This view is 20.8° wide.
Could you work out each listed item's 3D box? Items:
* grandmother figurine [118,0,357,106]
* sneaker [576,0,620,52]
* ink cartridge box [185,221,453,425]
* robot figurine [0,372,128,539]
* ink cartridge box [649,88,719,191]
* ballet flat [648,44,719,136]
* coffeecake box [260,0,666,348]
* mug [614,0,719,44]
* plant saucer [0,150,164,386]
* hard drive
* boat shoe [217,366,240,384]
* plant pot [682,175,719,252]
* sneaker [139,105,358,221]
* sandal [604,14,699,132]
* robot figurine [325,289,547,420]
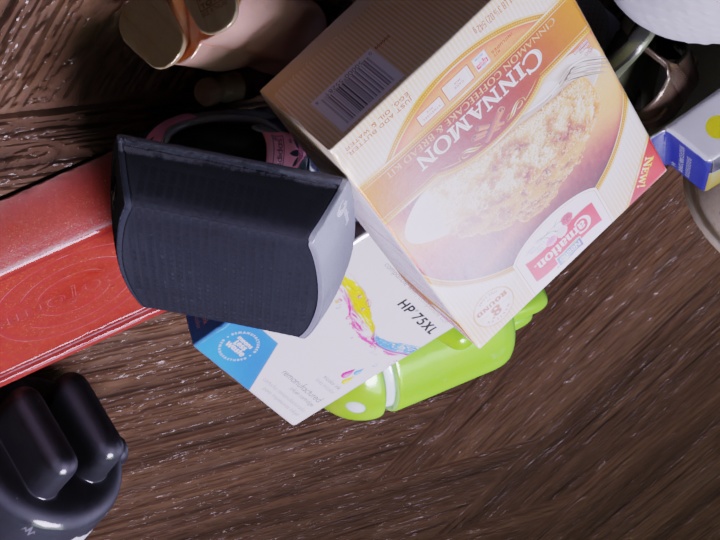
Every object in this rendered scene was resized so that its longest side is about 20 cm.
[{"bbox_3d":[-0.037,-0.129,1.065,0.121,0.061,0.200,-20,168,26],"label":"grandmother figurine"},{"bbox_3d":[0.093,-0.099,1.276,0.200,0.071,0.080,-37,161,20],"label":"sneaker"},{"bbox_3d":[0.000,0.000,1.232,0.200,0.067,0.116,-33,135,16],"label":"ink cartridge box"},{"bbox_3d":[-0.242,0.155,1.362,0.150,0.125,0.200,23,133,-24],"label":"robot figurine"},{"bbox_3d":[0.254,-0.099,1.282,0.200,0.047,0.198,-37,173,6],"label":"ink cartridge box"},{"bbox_3d":[0.179,-0.110,1.362,0.200,0.070,0.069,-34,159,14],"label":"ballet flat"},{"bbox_3d":[0.062,-0.075,1.073,0.153,0.073,0.200,-44,138,-4],"label":"coffeecake box"},{"bbox_3d":[0.180,-0.205,1.056,0.199,0.148,0.175,13,162,-14],"label":"mug"},{"bbox_3d":[-0.183,0.005,1.216,0.199,0.037,0.200,-25,160,-9],"label":"plant saucer"},{"bbox_3d":[-0.072,-0.012,1.078,0.134,0.042,0.200,11,162,0],"label":"hard drive"},{"bbox_3d":[-0.045,-0.007,1.338,0.200,0.071,0.065,-58,180,39],"label":"boat shoe"},{"bbox_3d":[0.368,-0.106,1.474,0.200,0.201,0.184,-16,145,-30],"label":"plant pot"},{"bbox_3d":[-0.030,-0.061,1.114,0.199,0.070,0.082,-7,180,-8],"label":"sneaker"},{"bbox_3d":[0.185,-0.121,1.236,0.080,0.057,0.201,-60,164,-13],"label":"sandal"},{"bbox_3d":[0.034,0.038,1.453,0.200,0.116,0.175,-22,171,-17],"label":"robot figurine"}]
